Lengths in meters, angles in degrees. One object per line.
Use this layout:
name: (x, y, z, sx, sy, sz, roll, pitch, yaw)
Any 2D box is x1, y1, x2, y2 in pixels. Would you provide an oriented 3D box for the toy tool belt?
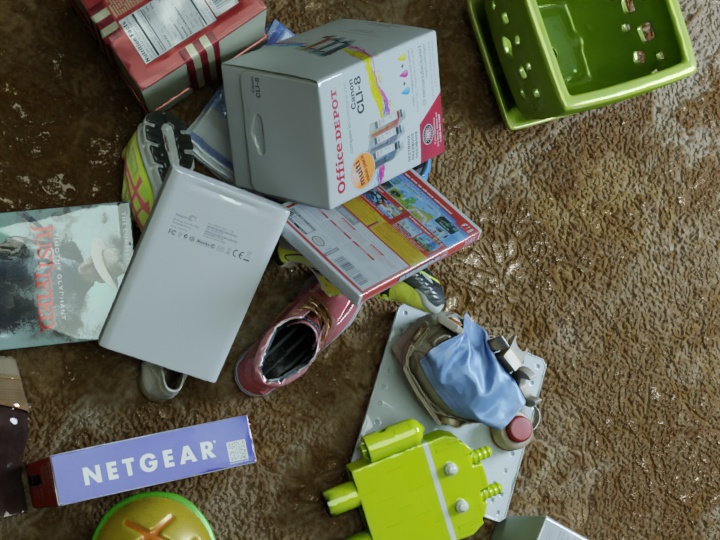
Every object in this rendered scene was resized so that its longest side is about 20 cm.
toy tool belt: (0.136, 0.126, 1.541, 0.200, 0.123, 0.125, 45, 70, -8)

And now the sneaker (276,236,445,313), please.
sneaker: (0.000, 0.000, 1.510, 0.199, 0.075, 0.077, 29, 100, 11)

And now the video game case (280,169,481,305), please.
video game case: (0.017, -0.048, 1.481, 0.200, 0.017, 0.143, -27, 61, -39)

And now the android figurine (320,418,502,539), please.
android figurine: (0.061, 0.255, 1.540, 0.199, 0.041, 0.183, -17, 101, -10)

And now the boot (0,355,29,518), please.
boot: (-0.430, 0.170, 1.376, 0.199, 0.072, 0.167, 1, 79, -24)

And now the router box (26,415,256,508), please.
router box: (-0.226, 0.194, 1.392, 0.199, 0.179, 0.049, -10, 84, -21)

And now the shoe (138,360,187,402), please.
shoe: (-0.196, 0.043, 1.495, 0.070, 0.053, 0.201, 11, 77, -19)

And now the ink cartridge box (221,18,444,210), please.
ink cartridge box: (-0.028, -0.173, 1.488, 0.200, 0.144, 0.146, -30, 124, -41)

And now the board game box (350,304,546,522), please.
board game box: (0.102, 0.166, 1.602, 0.199, 0.026, 0.201, 22, 75, -16)

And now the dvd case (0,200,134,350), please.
dvd case: (-0.334, 0.007, 1.440, 0.199, 0.022, 0.147, -5, 86, -9)

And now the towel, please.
towel: (-0.099, -0.175, 1.585, 0.147, 0.024, 0.200, 39, 70, -12)

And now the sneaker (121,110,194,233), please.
sneaker: (-0.215, -0.064, 1.485, 0.078, 0.090, 0.201, 8, 65, -41)

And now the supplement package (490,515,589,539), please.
supplement package: (0.241, 0.377, 1.568, 0.199, 0.120, 0.122, 31, 71, -13)

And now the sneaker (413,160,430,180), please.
sneaker: (0.000, -0.092, 1.582, 0.199, 0.071, 0.083, -34, 100, -19)

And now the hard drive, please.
hard drive: (-0.171, 0.005, 1.417, 0.131, 0.026, 0.201, 20, 104, -21)

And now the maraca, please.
maraca: (-0.210, 0.328, 1.416, 0.136, 0.107, 0.201, -5, 88, -7)

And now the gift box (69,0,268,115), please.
gift box: (-0.192, -0.281, 1.477, 0.199, 0.187, 0.185, -29, 90, -7)

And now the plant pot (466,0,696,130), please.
plant pot: (0.250, -0.281, 1.648, 0.198, 0.181, 0.201, -17, 87, -23)

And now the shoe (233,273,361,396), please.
shoe: (-0.054, 0.061, 1.525, 0.200, 0.091, 0.072, -44, 98, -21)
